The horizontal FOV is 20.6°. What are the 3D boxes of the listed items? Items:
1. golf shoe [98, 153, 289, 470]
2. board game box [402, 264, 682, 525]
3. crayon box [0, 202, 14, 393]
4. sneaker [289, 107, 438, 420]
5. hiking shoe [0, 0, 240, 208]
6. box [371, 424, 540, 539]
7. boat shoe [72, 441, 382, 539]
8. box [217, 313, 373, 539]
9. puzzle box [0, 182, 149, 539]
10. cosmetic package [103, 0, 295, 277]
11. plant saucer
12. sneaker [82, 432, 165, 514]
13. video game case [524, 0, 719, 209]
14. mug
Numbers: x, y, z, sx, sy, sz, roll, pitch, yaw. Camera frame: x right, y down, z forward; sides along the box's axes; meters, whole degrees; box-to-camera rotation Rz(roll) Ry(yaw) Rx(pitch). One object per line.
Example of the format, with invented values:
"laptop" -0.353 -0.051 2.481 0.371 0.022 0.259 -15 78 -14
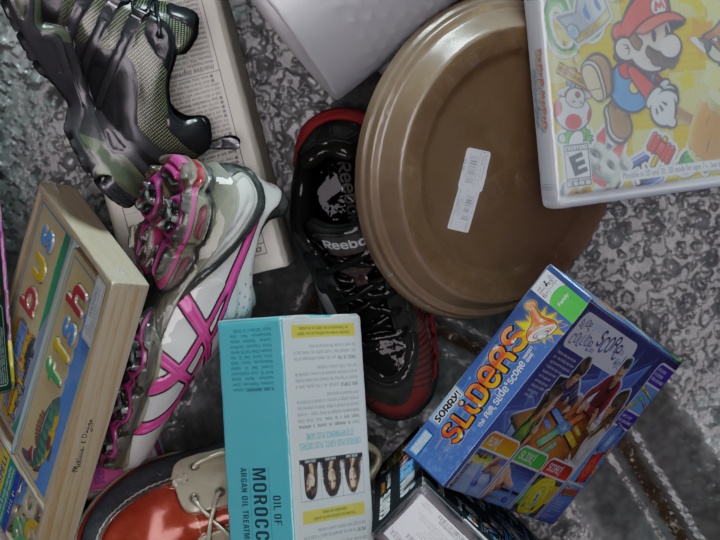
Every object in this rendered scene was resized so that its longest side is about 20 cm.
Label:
"golf shoe" -0.102 0.032 1.172 0.092 0.073 0.201 9 112 -34
"board game box" 0.114 0.080 1.184 0.034 0.200 0.136 40 94 27
"crayon box" -0.301 -0.022 1.218 0.172 0.058 0.201 -2 95 32
"sneaker" 0.000 0.000 1.226 0.070 0.098 0.202 -13 95 8
"hiking shoe" -0.148 -0.143 1.169 0.100 0.076 0.201 -26 102 -3
"box" 0.078 0.176 1.189 0.159 0.200 0.046 44 94 -3
"boat shoe" -0.080 0.141 1.211 0.199 0.062 0.072 -18 103 -31
"box" -0.035 0.127 1.158 0.049 0.082 0.201 -5 87 34
"puzzle box" -0.186 0.064 1.192 0.025 0.133 0.201 6 114 -32
"cosmetic package" -0.114 -0.089 1.236 0.103 0.073 0.201 -13 95 3
"plant saucer" 0.085 -0.065 1.197 0.199 0.029 0.201 -11 110 -33
"sneaker" -0.157 0.107 1.246 0.081 0.088 0.201 -16 94 3
"video game case" 0.189 -0.139 1.201 0.199 0.023 0.183 -8 95 -27
"mug" 0.023 -0.196 1.198 0.175 0.148 0.200 -39 118 0
